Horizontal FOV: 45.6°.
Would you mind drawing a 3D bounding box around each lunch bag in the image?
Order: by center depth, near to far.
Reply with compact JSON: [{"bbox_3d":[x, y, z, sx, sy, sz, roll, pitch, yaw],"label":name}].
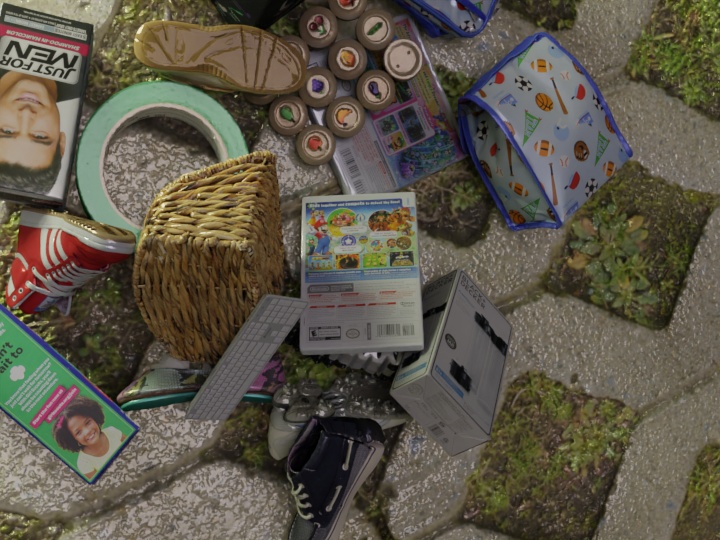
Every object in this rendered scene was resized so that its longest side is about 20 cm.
[{"bbox_3d":[0.100,-0.389,1.076,0.198,0.075,0.162,27,88,-29],"label":"lunch bag"},{"bbox_3d":[0.225,-0.180,1.099,0.170,0.123,0.202,-42,109,-24],"label":"lunch bag"}]

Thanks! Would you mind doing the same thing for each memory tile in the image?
[{"bbox_3d":[-0.034,-0.241,1.042,0.200,0.017,0.154,-43,94,0],"label":"memory tile"}]

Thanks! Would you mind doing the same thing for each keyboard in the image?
[{"bbox_3d":[-0.124,0.098,0.919,0.056,0.011,0.201,13,127,-35],"label":"keyboard"}]

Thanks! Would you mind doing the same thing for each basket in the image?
[{"bbox_3d":[-0.163,-0.014,0.933,0.140,0.202,0.151,3,48,3],"label":"basket"}]

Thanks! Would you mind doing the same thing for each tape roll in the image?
[{"bbox_3d":[-0.226,-0.113,0.988,0.197,0.048,0.205,1,86,-19],"label":"tape roll"}]

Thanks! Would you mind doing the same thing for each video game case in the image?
[{"bbox_3d":[0.000,0.000,1.006,0.140,0.018,0.203,-2,63,3],"label":"video game case"},{"bbox_3d":[0.026,-0.204,1.091,0.180,0.024,0.203,-26,95,-18],"label":"video game case"}]

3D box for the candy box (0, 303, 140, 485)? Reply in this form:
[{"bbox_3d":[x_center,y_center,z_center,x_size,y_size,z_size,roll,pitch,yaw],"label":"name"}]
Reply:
[{"bbox_3d":[-0.330,0.120,0.876,0.200,0.169,0.077,43,72,-12],"label":"candy box"}]

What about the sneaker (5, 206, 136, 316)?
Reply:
[{"bbox_3d":[-0.305,0.001,0.891,0.071,0.198,0.115,15,88,-45],"label":"sneaker"}]

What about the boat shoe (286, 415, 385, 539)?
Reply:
[{"bbox_3d":[-0.057,0.249,0.977,0.092,0.075,0.202,17,106,-35],"label":"boat shoe"}]

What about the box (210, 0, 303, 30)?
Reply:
[{"bbox_3d":[-0.102,-0.357,0.963,0.122,0.200,0.107,-42,99,-15],"label":"box"}]

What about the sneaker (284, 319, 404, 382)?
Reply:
[{"bbox_3d":[-0.005,0.074,1.042,0.197,0.067,0.092,19,56,-11],"label":"sneaker"}]

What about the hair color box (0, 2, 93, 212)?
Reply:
[{"bbox_3d":[-0.355,-0.175,0.929,0.097,0.061,0.204,9,77,-18],"label":"hair color box"}]

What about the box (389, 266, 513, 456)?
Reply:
[{"bbox_3d":[0.114,0.103,1.023,0.117,0.060,0.201,47,36,-16],"label":"box"}]

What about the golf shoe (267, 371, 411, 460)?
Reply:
[{"bbox_3d":[-0.026,0.182,1.036,0.197,0.079,0.098,3,121,-32],"label":"golf shoe"}]

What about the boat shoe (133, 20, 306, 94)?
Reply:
[{"bbox_3d":[-0.162,-0.247,1.001,0.196,0.069,0.075,10,90,-10],"label":"boat shoe"}]

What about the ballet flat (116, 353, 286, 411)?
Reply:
[{"bbox_3d":[-0.181,0.121,0.985,0.196,0.069,0.073,0,74,-24],"label":"ballet flat"}]
